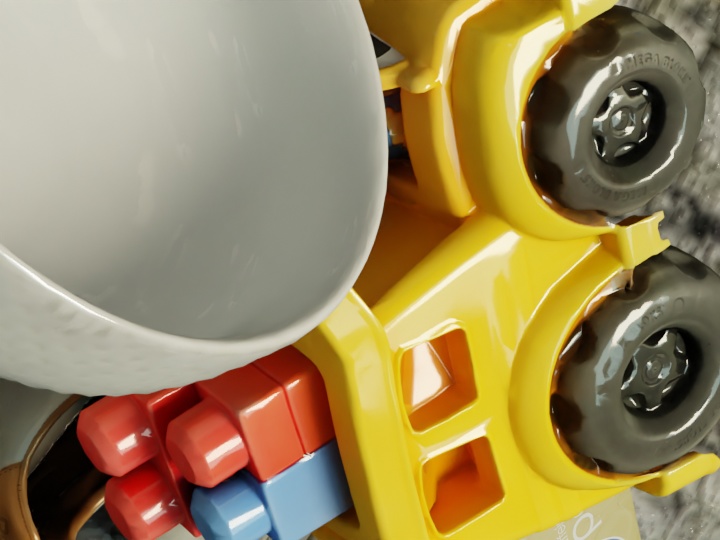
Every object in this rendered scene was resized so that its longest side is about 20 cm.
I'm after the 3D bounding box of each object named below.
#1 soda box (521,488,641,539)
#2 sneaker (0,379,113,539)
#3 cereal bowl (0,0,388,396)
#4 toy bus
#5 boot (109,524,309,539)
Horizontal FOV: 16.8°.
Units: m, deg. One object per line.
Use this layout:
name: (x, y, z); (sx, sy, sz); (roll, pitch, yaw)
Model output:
soda box: (0.070, 0.098, 1.030); (0.068, 0.064, 0.200); (-40, 138, -23)
sneaker: (-0.062, 0.014, 0.814); (0.200, 0.085, 0.073); (-55, 140, -8)
cereal bowl: (-0.089, -0.056, 0.619); (0.083, 0.201, 0.200); (-29, 158, 35)
toy bus: (0.000, 0.000, 0.741); (0.192, 0.136, 0.201); (-27, 124, -21)
boot: (-0.018, 0.023, 0.881); (0.200, 0.073, 0.182); (-42, 145, -12)
